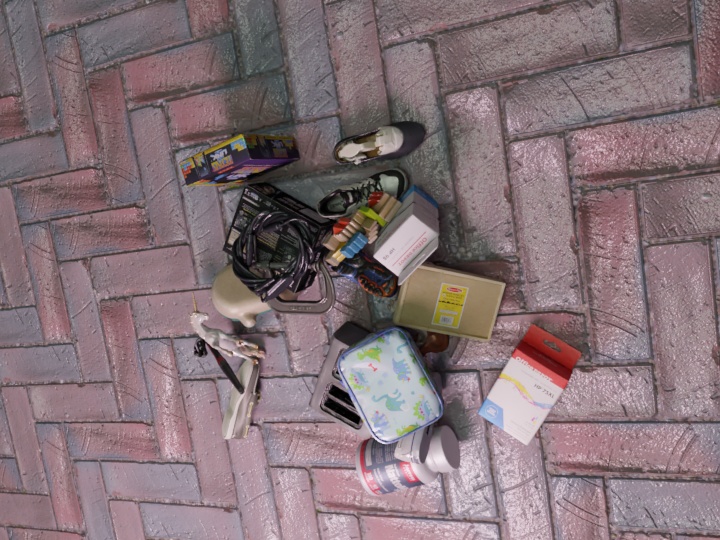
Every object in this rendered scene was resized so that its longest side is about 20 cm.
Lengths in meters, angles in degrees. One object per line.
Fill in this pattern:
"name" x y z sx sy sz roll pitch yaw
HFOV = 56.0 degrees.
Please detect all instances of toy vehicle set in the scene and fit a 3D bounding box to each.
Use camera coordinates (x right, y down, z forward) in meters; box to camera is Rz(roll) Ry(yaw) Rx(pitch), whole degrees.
"toy vehicle set" 0.172 0.061 1.317 0.199 0.027 0.125 12 102 -12

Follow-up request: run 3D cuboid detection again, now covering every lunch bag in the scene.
"lunch bag" 0.055 0.216 1.295 0.160 0.082 0.201 -29 87 6

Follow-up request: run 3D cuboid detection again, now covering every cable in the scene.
"cable" -0.178 -0.043 1.387 0.200 0.051 0.164 -44 68 23

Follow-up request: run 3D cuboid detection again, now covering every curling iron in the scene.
"curling iron" -0.330 0.226 1.596 0.200 0.026 0.050 38 92 32

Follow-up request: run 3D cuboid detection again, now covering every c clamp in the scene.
"c clamp" -0.142 0.013 1.409 0.199 0.027 0.172 6 104 23

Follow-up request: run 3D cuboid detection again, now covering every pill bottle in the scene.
"pill bottle" 0.101 0.392 1.419 0.199 0.119 0.120 -23 91 25

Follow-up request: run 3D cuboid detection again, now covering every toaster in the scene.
"toaster" 0.003 0.236 1.433 0.199 0.119 0.182 27 110 17

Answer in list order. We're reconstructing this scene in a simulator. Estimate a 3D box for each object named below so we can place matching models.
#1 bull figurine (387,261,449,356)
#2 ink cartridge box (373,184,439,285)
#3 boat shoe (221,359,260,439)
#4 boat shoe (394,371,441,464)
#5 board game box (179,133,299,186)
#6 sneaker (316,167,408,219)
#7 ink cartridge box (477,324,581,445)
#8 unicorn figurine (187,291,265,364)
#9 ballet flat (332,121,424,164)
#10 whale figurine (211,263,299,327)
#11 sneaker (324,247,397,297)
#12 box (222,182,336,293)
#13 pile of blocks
"bull figurine" 0.121 0.081 1.363 0.121 0.065 0.201 -17 101 -12
"ink cartridge box" 0.088 -0.072 1.287 0.067 0.200 0.116 37 114 -13
"boat shoe" -0.271 0.306 1.599 0.060 0.072 0.203 14 102 -26
"boat shoe" 0.114 0.292 1.369 0.069 0.201 0.071 0 143 26
"board game box" -0.246 -0.227 1.407 0.164 0.200 0.057 -16 92 26
"sneaker" 0.002 -0.148 1.377 0.199 0.088 0.076 -22 89 24
"ink cartridge box" 0.328 0.220 1.316 0.116 0.067 0.201 31 110 15
"unicorn figurine" -0.308 0.153 1.527 0.137 0.200 0.074 20 63 35
"ballet flat" 0.030 -0.251 1.356 0.199 0.073 0.074 -10 96 24
"whale figurine" -0.232 0.058 1.521 0.198 0.104 0.160 6 65 2
"sneaker" 0.000 0.000 1.415 0.200 0.078 0.075 41 89 29
"box" -0.176 -0.074 1.468 0.199 0.086 0.165 29 110 15
"pile of blocks" -0.010 -0.085 1.335 0.062 0.082 0.200 37 111 -23
